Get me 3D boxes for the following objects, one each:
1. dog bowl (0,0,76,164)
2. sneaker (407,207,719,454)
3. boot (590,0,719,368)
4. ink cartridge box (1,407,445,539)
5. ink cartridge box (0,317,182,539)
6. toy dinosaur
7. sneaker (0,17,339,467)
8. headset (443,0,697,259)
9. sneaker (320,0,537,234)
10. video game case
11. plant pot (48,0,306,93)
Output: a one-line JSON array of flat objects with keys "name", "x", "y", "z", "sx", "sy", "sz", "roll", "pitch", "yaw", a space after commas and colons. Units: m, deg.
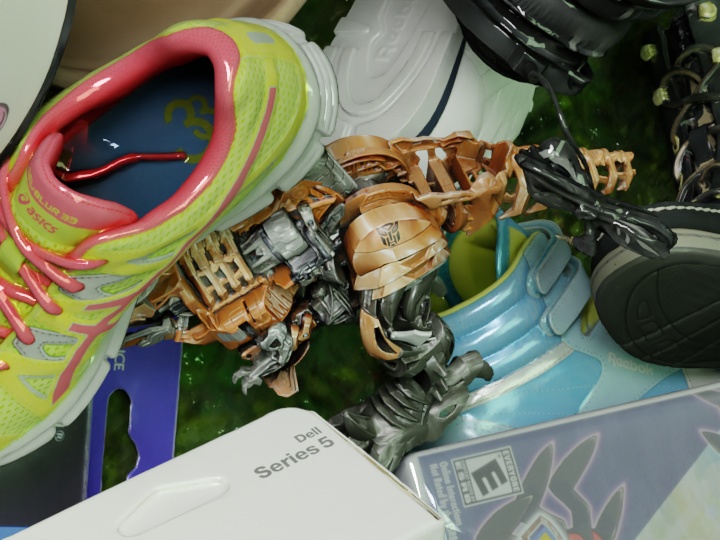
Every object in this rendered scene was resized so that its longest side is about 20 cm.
[{"name": "dog bowl", "x": -0.188, "y": -0.101, "z": 0.702, "sx": 0.074, "sy": 0.200, "sz": 0.201, "roll": -15, "pitch": 102, "yaw": -72}, {"name": "sneaker", "x": 0.098, "y": 0.024, "z": 0.968, "sx": 0.200, "sy": 0.079, "sz": 0.131, "roll": -20, "pitch": 103, "yaw": -33}, {"name": "boot", "x": 0.139, "y": -0.041, "z": 0.953, "sx": 0.203, "sy": 0.073, "sz": 0.154, "roll": 12, "pitch": 55, "yaw": -51}, {"name": "ink cartridge box", "x": -0.051, "y": 0.169, "z": 0.823, "sx": 0.145, "sy": 0.084, "sz": 0.200, "roll": -24, "pitch": 131, "yaw": -30}, {"name": "ink cartridge box", "x": -0.143, "y": 0.064, "z": 0.830, "sx": 0.200, "sy": 0.043, "sz": 0.199, "roll": 5, "pitch": 88, "yaw": -35}, {"name": "toy dinosaur", "x": 0.000, "y": 0.000, "z": 0.840, "sx": 0.136, "sy": 0.200, "sz": 0.102, "roll": 83, "pitch": 7, "yaw": -51}, {"name": "sneaker", "x": -0.098, "y": -0.012, "z": 0.745, "sx": 0.078, "sy": 0.090, "sz": 0.200, "roll": 45, "pitch": 95, "yaw": 11}, {"name": "headset", "x": 0.090, "y": -0.098, "z": 0.825, "sx": 0.094, "sy": 0.123, "sz": 0.200, "roll": 32, "pitch": 50, "yaw": -18}, {"name": "sneaker", "x": 0.049, "y": -0.107, "z": 0.947, "sx": 0.200, "sy": 0.076, "sz": 0.081, "roll": -57, "pitch": 136, "yaw": -19}, {"name": "video game case", "x": 0.118, "y": 0.150, "z": 0.903, "sx": 0.182, "sy": 0.023, "sz": 0.200, "roll": -11, "pitch": 81, "yaw": -25}, {"name": "plant pot", "x": -0.105, "y": -0.160, "z": 0.820, "sx": 0.201, "sy": 0.093, "sz": 0.201, "roll": -1, "pitch": 92, "yaw": -33}]
